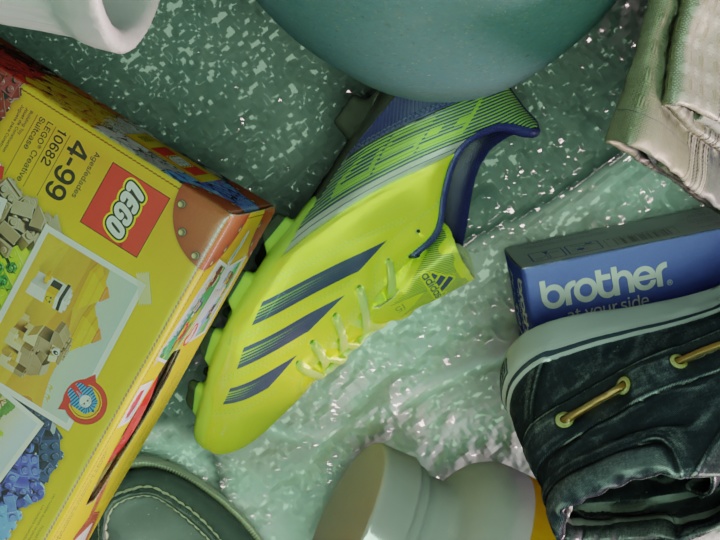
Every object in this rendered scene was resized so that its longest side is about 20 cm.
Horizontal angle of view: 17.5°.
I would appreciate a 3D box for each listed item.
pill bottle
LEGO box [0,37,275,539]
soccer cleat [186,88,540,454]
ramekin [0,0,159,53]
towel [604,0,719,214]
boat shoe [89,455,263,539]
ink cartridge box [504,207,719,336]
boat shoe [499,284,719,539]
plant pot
[{"bbox_3d":[0.078,0.149,1.002,0.199,0.104,0.105,27,99,-13],"label":"pill bottle"},{"bbox_3d":[-0.150,0.024,0.929,0.148,0.077,0.201,31,100,8],"label":"LEGO box"},{"bbox_3d":[0.000,0.000,0.969,0.083,0.065,0.201,33,95,3],"label":"soccer cleat"},{"bbox_3d":[-0.123,-0.183,0.845,0.097,0.201,0.202,6,104,6],"label":"ramekin"},{"bbox_3d":[0.169,-0.114,0.901,0.034,0.192,0.202,17,88,29],"label":"towel"},{"bbox_3d":[-0.056,0.171,1.011,0.072,0.062,0.201,-27,106,0],"label":"boat shoe"},{"bbox_3d":[0.168,0.020,1.012,0.198,0.044,0.095,-12,104,-4],"label":"ink cartridge box"},{"bbox_3d":[0.160,0.053,0.939,0.199,0.091,0.071,-16,137,2],"label":"boat shoe"},{"bbox_3d":[0.030,-0.144,0.893,0.198,0.201,0.135,-11,139,-5],"label":"plant pot"}]
